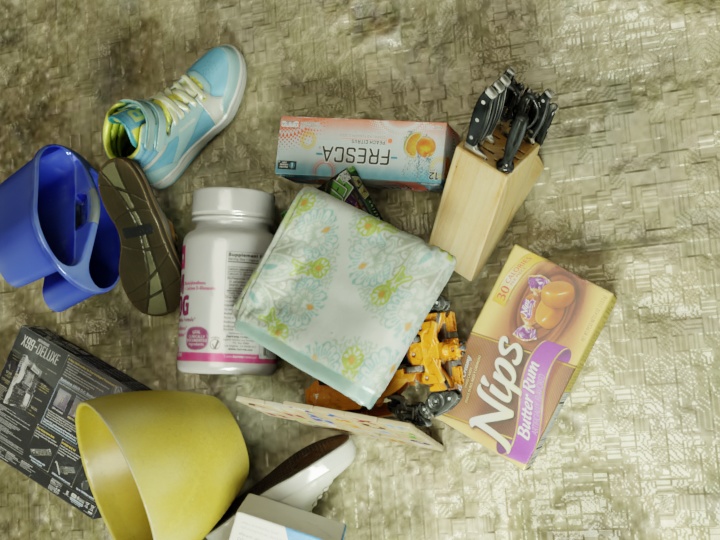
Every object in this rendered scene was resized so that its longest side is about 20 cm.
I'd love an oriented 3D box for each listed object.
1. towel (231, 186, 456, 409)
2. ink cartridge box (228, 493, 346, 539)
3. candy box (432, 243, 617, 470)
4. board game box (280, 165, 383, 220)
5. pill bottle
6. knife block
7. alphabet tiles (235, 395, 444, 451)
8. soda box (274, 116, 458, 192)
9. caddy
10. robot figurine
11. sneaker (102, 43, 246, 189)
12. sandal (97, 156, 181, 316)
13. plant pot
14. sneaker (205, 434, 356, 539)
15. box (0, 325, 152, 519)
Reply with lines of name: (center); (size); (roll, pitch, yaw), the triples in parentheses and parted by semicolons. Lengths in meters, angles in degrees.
towel: (-0.023, 0.022, 1.001); (0.198, 0.048, 0.173); (28, 86, 31)
ink cartridge box: (-0.097, 0.352, 1.035); (0.114, 0.067, 0.203); (16, 96, 2)
candy box: (0.169, 0.090, 1.031); (0.116, 0.056, 0.202); (28, 92, 20)
board game box: (0.000, 0.000, 1.080); (0.104, 0.023, 0.202); (-31, 87, 33)
pill bottle: (-0.146, 0.014, 1.113); (0.111, 0.113, 0.204); (0, 84, 18)
knife block: (0.125, -0.097, 1.001); (0.064, 0.175, 0.202); (34, 95, 19)
alphabet tiles: (-0.023, 0.157, 1.030); (0.197, 0.167, 0.008); (7, 75, 19)
soda box: (0.008, -0.129, 1.102); (0.197, 0.063, 0.070); (6, 87, 20)
caddy: (-0.345, -0.053, 1.158); (0.104, 0.141, 0.202); (-27, 51, 18)
robot figurine: (0.025, 0.091, 1.035); (0.197, 0.058, 0.148); (-10, 85, 31)
sneaker: (-0.218, -0.188, 1.148); (0.079, 0.130, 0.201); (38, 96, 19)
sandal: (-0.251, -0.041, 1.158); (0.080, 0.055, 0.203); (-7, 113, 19)
plant pot: (-0.205, 0.213, 1.082); (0.140, 0.200, 0.202); (-20, 74, -30)
sneaker: (-0.072, 0.261, 1.097); (0.199, 0.073, 0.085); (-37, 98, 10)
box: (-0.356, 0.180, 1.199); (0.198, 0.050, 0.160); (25, 92, 19)
